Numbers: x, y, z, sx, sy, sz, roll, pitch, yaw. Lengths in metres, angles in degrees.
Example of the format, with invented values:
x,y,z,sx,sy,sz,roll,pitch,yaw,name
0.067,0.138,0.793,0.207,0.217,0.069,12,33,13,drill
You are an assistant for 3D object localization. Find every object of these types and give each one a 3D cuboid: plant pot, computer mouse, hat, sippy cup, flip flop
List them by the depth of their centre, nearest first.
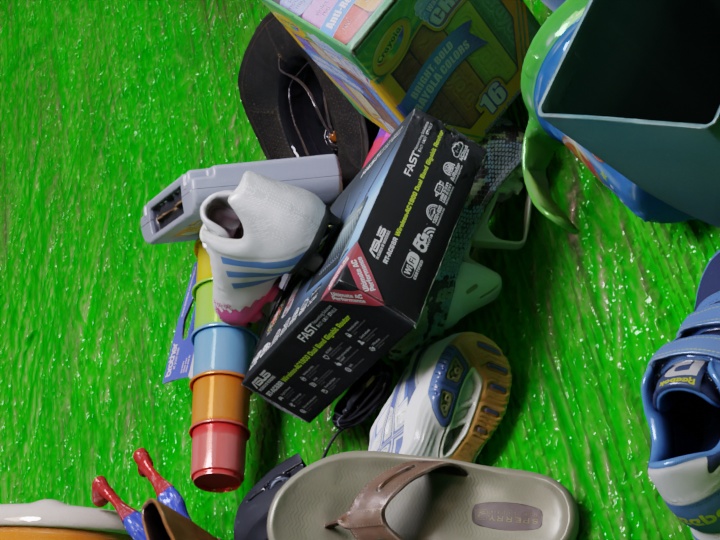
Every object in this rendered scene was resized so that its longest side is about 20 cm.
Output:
x,y,z,sx,sy,sz,roll,pitch,yaw,name
0.237,-0.096,1.140,0.141,0.200,0.142,11,70,52,plant pot
0.037,0.154,1.218,0.198,0.058,0.082,2,77,11,flip flop
0.192,-0.105,1.275,0.131,0.138,0.179,-120,31,-42,sippy cup
-0.039,0.134,1.379,0.201,0.034,0.059,-55,19,25,computer mouse
-0.019,-0.128,1.559,0.080,0.202,0.200,-21,25,-26,hat

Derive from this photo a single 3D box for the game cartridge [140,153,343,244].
x,y,z,sx,sy,sz,roll,pitch,yaw,name
-0.087,-0.053,1.494,0.200,0.132,0.042,158,109,-72,game cartridge

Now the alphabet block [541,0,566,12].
x,y,z,sx,sy,sz,roll,pitch,yaw,name
0.187,-0.284,1.366,0.196,0.195,0.201,-42,38,15,alphabet block

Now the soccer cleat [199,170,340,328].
x,y,z,sx,sy,sz,roll,pitch,yaw,name
-0.081,-0.020,1.376,0.070,0.086,0.200,-65,10,-25,soccer cleat

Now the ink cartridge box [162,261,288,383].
x,y,z,sx,sy,sz,roll,pitch,yaw,name
-0.069,0.029,1.539,0.199,0.042,0.120,-15,53,40,ink cartridge box

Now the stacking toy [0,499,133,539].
x,y,z,sx,sy,sz,roll,pitch,yaw,name
-0.237,0.281,1.483,0.145,0.145,0.202,-10,72,45,stacking toy

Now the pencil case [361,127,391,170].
x,y,z,sx,sy,sz,roll,pitch,yaw,name
0.061,-0.112,1.470,0.088,0.088,0.201,1,64,50,pencil case

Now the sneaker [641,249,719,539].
x,y,z,sx,sy,sz,roll,pitch,yaw,name
0.213,0.059,1.144,0.074,0.082,0.201,-20,45,41,sneaker

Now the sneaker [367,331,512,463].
x,y,z,sx,sy,sz,roll,pitch,yaw,name
0.036,0.138,1.313,0.088,0.075,0.201,-11,48,63,sneaker

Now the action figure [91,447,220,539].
x,y,z,sx,sy,sz,roll,pitch,yaw,name
-0.119,0.216,1.397,0.065,0.052,0.200,-30,53,-21,action figure

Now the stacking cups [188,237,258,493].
x,y,z,sx,sy,sz,roll,pitch,yaw,name
-0.102,0.072,1.478,0.060,0.060,0.202,-22,55,37,stacking cups

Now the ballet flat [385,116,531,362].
x,y,z,sx,sy,sz,roll,pitch,yaw,name
0.080,-0.018,1.379,0.074,0.074,0.201,5,66,51,ballet flat

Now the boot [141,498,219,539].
x,y,z,sx,sy,sz,roll,pitch,yaw,name
-0.073,0.203,1.259,0.068,0.200,0.189,-39,38,22,boot

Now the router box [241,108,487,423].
x,y,z,sx,sy,sz,roll,pitch,yaw,name
0.000,0.000,1.347,0.200,0.062,0.151,-46,17,56,router box

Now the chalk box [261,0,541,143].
x,y,z,sx,sy,sz,roll,pitch,yaw,name
0.023,-0.187,1.348,0.125,0.200,0.124,-50,48,-4,chalk box
